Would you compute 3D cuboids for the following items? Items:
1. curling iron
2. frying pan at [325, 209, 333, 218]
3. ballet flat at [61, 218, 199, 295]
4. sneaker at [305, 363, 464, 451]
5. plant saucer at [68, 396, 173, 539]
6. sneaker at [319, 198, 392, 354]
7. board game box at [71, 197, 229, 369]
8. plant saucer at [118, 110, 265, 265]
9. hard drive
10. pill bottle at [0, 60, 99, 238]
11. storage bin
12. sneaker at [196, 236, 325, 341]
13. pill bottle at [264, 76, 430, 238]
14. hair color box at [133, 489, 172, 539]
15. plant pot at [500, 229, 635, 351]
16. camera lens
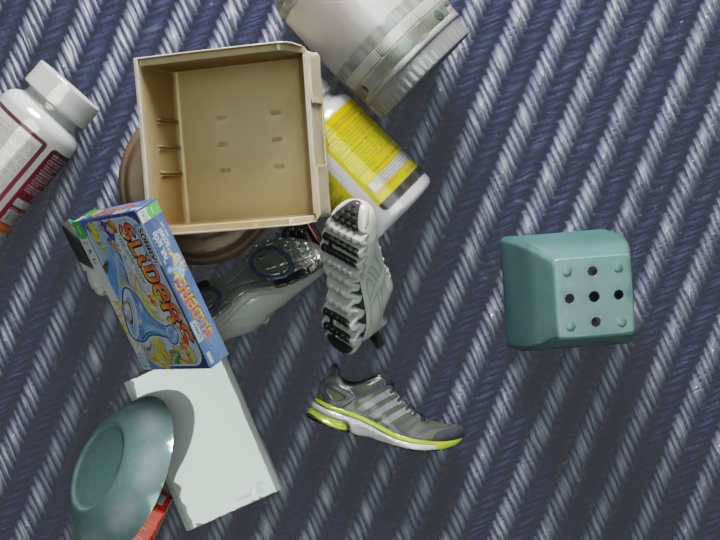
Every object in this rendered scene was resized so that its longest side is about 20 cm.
[{"bbox_3d":[-0.032,0.016,1.473,0.049,0.026,0.201,-35,103,13],"label":"curling iron"},{"bbox_3d":[-0.120,-0.114,1.468,0.187,0.031,0.117,-5,94,-3],"label":"frying pan"},{"bbox_3d":[-0.286,0.009,1.450,0.198,0.073,0.074,27,90,-5],"label":"ballet flat"},{"bbox_3d":[0.036,0.172,1.464,0.198,0.074,0.082,15,88,-4],"label":"sneaker"},{"bbox_3d":[-0.295,0.237,1.392,0.039,0.201,0.202,29,90,-34],"label":"plant saucer"},{"bbox_3d":[0.000,0.000,1.405,0.081,0.075,0.202,-22,132,-34],"label":"sneaker"},{"bbox_3d":[-0.243,0.020,1.362,0.034,0.134,0.202,-38,112,-40],"label":"board game box"},{"bbox_3d":[-0.199,-0.107,1.442,0.197,0.029,0.203,0,94,0],"label":"plant saucer"},{"bbox_3d":[-0.196,0.206,1.478,0.131,0.026,0.202,-23,92,-1],"label":"hard drive"},{"bbox_3d":[-0.412,-0.146,1.419,0.109,0.110,0.200,40,89,-3],"label":"pill bottle"},{"bbox_3d":[-0.144,-0.147,1.354,0.196,0.094,0.203,-3,93,18],"label":"storage bin"},{"bbox_3d":[-0.128,0.028,1.439,0.198,0.087,0.075,-26,55,0],"label":"sneaker"},{"bbox_3d":[-0.021,-0.139,1.432,0.114,0.114,0.200,-44,93,-1],"label":"pill bottle"},{"bbox_3d":[-0.301,0.363,1.440,0.061,0.102,0.202,25,90,-4],"label":"hair color box"},{"bbox_3d":[0.253,0.026,1.404,0.139,0.200,0.143,-4,91,-1],"label":"plant pot"},{"bbox_3d":[0.011,-0.305,1.406,0.160,0.160,0.200,-44,92,-1],"label":"camera lens"}]
